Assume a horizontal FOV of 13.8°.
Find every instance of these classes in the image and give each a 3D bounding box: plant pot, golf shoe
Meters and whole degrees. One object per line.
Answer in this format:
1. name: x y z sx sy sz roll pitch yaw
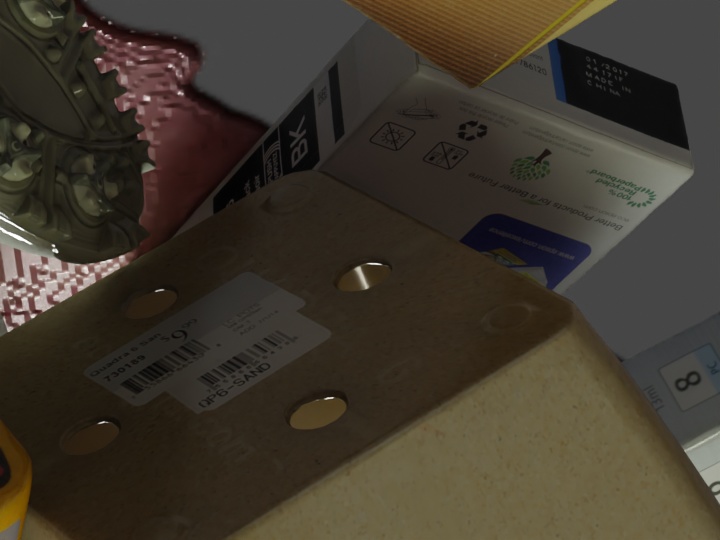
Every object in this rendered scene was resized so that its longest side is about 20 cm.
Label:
1. plant pot: -0.010 0.093 0.780 0.199 0.200 0.178 -30 123 -21
2. golf shoe: -0.146 -0.055 0.765 0.200 0.079 0.097 34 135 -29

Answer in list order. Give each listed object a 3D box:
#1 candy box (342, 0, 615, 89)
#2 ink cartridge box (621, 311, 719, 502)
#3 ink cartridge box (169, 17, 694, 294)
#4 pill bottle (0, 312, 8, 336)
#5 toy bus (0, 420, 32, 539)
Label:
1. candy box: 0.064 -0.132 0.699 0.200 0.056 0.115 -31 137 29
2. ink cartridge box: 0.064 0.113 0.995 0.199 0.047 0.160 -29 142 0
3. ink cartridge box: 0.000 0.000 0.882 0.099 0.039 0.200 18 136 -30
4. pill bottle: -0.161 0.082 0.903 0.113 0.114 0.200 2 142 -12
5. toy bus: -0.139 0.105 0.746 0.078 0.065 0.200 -29 153 -33
